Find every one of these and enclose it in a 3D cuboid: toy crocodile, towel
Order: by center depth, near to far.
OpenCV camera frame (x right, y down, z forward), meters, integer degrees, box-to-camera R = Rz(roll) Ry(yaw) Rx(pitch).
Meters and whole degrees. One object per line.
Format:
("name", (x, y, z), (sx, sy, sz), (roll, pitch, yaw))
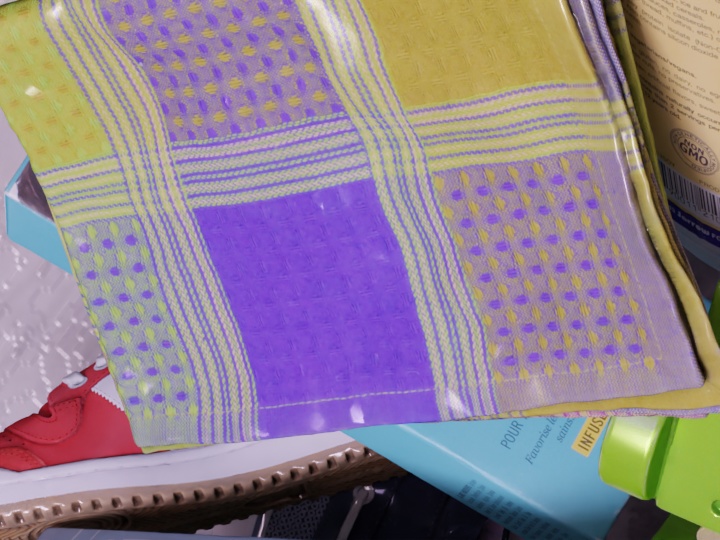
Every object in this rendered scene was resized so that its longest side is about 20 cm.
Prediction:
("towel", (-0.006, -0.019, 0.698), (0.199, 0.023, 0.144), (-5, 115, 33))
("toy crocodile", (0.102, 0.077, 0.736), (0.067, 0.062, 0.201), (19, 125, 20))

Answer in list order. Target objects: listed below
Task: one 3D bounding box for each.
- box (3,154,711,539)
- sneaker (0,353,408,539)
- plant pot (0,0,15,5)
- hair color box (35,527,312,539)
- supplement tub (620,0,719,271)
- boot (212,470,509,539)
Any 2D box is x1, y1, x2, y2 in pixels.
("box", (0.000, 0.000, 0.792), (0.199, 0.049, 0.083), (30, 75, 2))
("sneaker", (-0.055, 0.021, 0.843), (0.199, 0.071, 0.113), (-13, 74, -7))
("plant pot", (-0.135, -0.166, 0.684), (0.200, 0.200, 0.194), (-7, 92, 27))
("hair color box", (-0.009, 0.132, 0.752), (0.199, 0.061, 0.099), (0, 118, 29))
("supplement tub", (0.123, -0.102, 0.671), (0.145, 0.146, 0.200), (13, 148, 21))
("boot", (-0.011, 0.145, 0.904), (0.090, 0.073, 0.201), (22, 115, 23))
